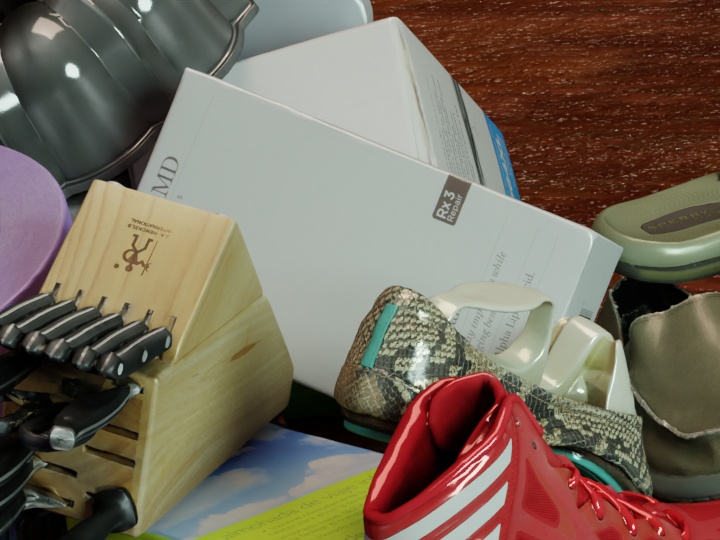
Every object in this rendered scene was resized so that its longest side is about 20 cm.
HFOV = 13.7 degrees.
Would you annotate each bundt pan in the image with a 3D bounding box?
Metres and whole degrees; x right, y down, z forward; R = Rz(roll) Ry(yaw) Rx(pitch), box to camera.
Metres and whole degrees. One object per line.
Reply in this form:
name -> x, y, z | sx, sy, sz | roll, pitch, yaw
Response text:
bundt pan -> -0.153, -0.112, 1.401 | 0.201, 0.076, 0.202 | -23, 33, 17

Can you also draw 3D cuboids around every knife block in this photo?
knife block -> -0.099, 0.066, 1.161 | 0.064, 0.176, 0.200 | 17, -22, 17

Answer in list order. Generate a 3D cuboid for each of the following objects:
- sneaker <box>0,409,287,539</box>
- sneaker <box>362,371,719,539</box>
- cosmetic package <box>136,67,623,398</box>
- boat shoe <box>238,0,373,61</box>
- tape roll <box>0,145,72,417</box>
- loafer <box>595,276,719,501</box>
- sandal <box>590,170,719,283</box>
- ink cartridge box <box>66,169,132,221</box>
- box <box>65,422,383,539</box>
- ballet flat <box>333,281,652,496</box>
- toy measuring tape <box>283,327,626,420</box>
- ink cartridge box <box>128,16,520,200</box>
sneaker -> -0.131, 0.085, 1.292 | 0.200, 0.076, 0.078 | -5, 4, -32
sneaker -> 0.084, 0.086, 1.077 | 0.200, 0.116, 0.078 | -19, 19, -40
cosmetic package -> 0.000, 0.000, 1.299 | 0.200, 0.113, 0.081 | 21, 1, 13
boat shoe -> -0.086, -0.105, 1.489 | 0.200, 0.071, 0.070 | -21, 10, 13
tape roll -> -0.210, 0.023, 1.238 | 0.199, 0.066, 0.200 | -11, 30, 6
loafer -> 0.141, 0.047, 1.298 | 0.075, 0.070, 0.200 | -10, 15, -15
sandal -> 0.195, -0.049, 1.360 | 0.201, 0.058, 0.080 | -20, 24, -26
ink cartridge box -> -0.125, 0.015, 1.426 | 0.067, 0.117, 0.200 | -13, 13, 17
box -> -0.023, 0.108, 1.175 | 0.122, 0.048, 0.200 | -17, 18, -38
ballet flat -> 0.065, 0.046, 1.167 | 0.068, 0.076, 0.200 | 15, -4, 38
toy measuring tape -> 0.023, 0.026, 1.417 | 0.199, 0.074, 0.074 | -9, 14, 0
ink cartridge box -> -0.013, -0.040, 1.456 | 0.146, 0.085, 0.200 | -15, -18, 12
